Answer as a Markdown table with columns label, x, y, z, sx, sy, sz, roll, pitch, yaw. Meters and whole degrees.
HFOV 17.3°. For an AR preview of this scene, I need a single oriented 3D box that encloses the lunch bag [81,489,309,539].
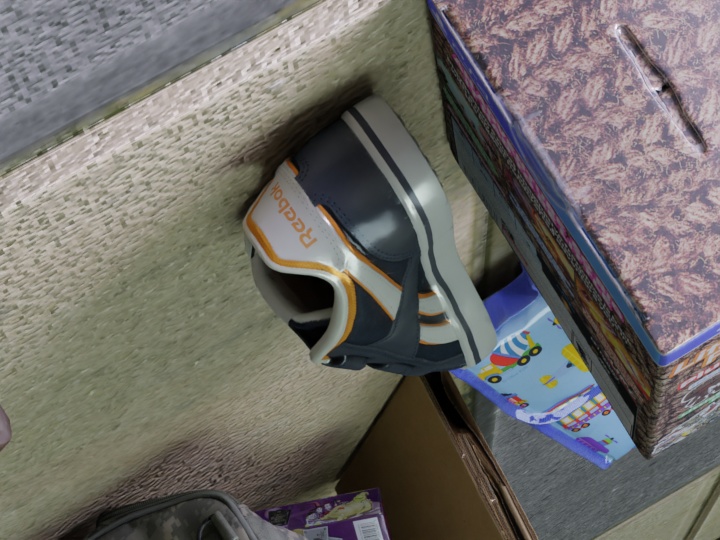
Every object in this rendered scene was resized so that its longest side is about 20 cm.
| label | x | y | z | sx | sy | sz | roll | pitch | yaw |
| --- | --- | --- | --- | --- | --- | --- | --- | --- | --- |
| lunch bag | -0.081 | 0.206 | 1.273 | 0.167 | 0.140 | 0.200 | -36 | 149 | 8 |

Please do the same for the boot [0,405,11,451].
| label | x | y | z | sx | sy | sz | roll | pitch | yaw |
| --- | --- | --- | --- | --- | --- | --- | --- | --- | --- |
| boot | -0.203 | 0.099 | 0.921 | 0.200 | 0.064 | 0.186 | -54 | -164 | 6 |

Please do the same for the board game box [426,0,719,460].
| label | x | y | z | sx | sy | sz | roll | pitch | yaw |
| --- | --- | --- | --- | --- | --- | --- | --- | --- | --- |
| board game box | 0.109 | -0.036 | 0.898 | 0.097 | 0.160 | 0.200 | -31 | 165 | -3 |

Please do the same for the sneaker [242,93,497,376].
| label | x | y | z | sx | sy | sz | roll | pitch | yaw |
| --- | --- | --- | --- | --- | --- | --- | --- | --- | --- |
| sneaker | 0.000 | 0.000 | 0.962 | 0.079 | 0.079 | 0.200 | -35 | 154 | -4 |

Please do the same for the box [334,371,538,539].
| label | x | y | z | sx | sy | sz | roll | pitch | yaw |
| --- | --- | --- | --- | --- | --- | --- | --- | --- | --- |
| box | 0.049 | 0.160 | 1.390 | 0.021 | 0.164 | 0.200 | -20 | 162 | -22 |

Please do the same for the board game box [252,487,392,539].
| label | x | y | z | sx | sy | sz | roll | pitch | yaw |
| --- | --- | --- | --- | --- | --- | --- | --- | --- | --- |
| board game box | -0.025 | 0.223 | 1.412 | 0.119 | 0.032 | 0.201 | -13 | 123 | 1 |

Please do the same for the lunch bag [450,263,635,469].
| label | x | y | z | sx | sy | sz | roll | pitch | yaw |
| --- | --- | --- | --- | --- | --- | --- | --- | --- | --- |
| lunch bag | 0.135 | 0.016 | 1.290 | 0.150 | 0.094 | 0.200 | -35 | 152 | 17 |
